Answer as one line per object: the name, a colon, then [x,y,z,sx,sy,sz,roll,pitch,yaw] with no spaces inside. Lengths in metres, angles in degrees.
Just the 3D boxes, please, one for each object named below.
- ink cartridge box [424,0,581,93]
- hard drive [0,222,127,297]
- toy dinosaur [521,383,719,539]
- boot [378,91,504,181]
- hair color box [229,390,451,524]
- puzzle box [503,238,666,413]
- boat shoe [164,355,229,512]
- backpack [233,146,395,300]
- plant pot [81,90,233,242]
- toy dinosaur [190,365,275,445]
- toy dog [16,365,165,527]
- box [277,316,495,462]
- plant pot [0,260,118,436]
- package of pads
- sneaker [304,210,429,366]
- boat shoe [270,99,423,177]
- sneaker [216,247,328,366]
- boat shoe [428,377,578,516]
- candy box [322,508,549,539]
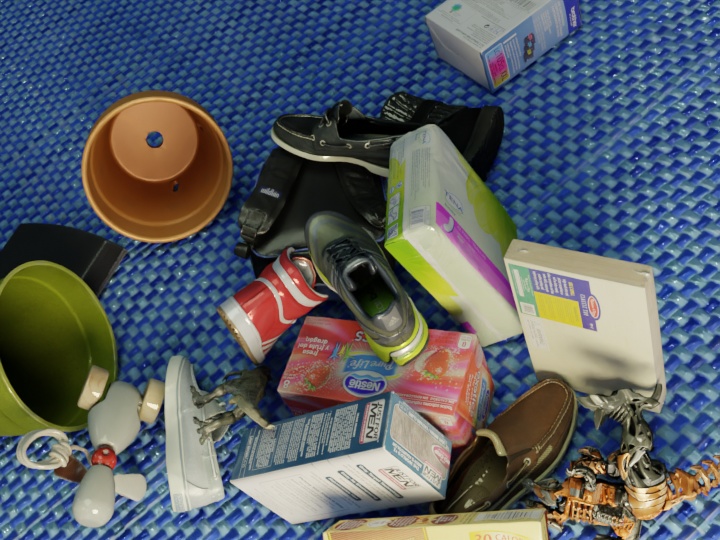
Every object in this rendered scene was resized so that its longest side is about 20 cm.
ink cartridge box: [0.209,-0.354,1.307,0.199,0.077,0.136,-38,48,-8]
hard drive: [-0.435,-0.005,1.322,0.197,0.043,0.136,10,57,30]
toy dinosaur: [0.245,0.177,0.856,0.196,0.102,0.139,-8,80,-6]
boot: [0.079,-0.138,1.181,0.155,0.080,0.213,11,47,22]
hair color box: [-0.020,0.184,0.906,0.198,0.100,0.061,-19,43,36]
puzzle box: [0.214,0.055,0.883,0.131,0.201,0.026,14,57,31]
boat shoe: [-0.181,0.177,1.055,0.070,0.071,0.203,-4,43,-10]
backpack: [-0.042,-0.064,1.125,0.195,0.155,0.193,-2,52,0]
plant pot: [-0.280,-0.159,1.295,0.197,0.202,0.140,-28,30,-1]
toy dinosaur: [-0.134,0.138,0.995,0.087,0.048,0.200,-19,11,-2]
toy dog: [-0.287,0.200,1.051,0.130,0.097,0.201,31,39,3]
box: [0.028,0.123,0.977,0.196,0.103,0.096,5,55,25]
plant pot: [-0.431,0.115,1.139,0.190,0.201,0.203,-19,46,24]
package of pads: [0.103,-0.039,1.008,0.067,0.200,0.157,-21,44,28]
sneaker: [0.000,0.000,0.952,0.073,0.081,0.201,-35,54,-6]
boat shoe: [-0.013,-0.160,1.078,0.196,0.067,0.075,20,41,21]
sneaker: [-0.094,0.040,1.043,0.112,0.200,0.072,-38,85,-9]
boat shoe: [0.138,0.176,0.901,0.074,0.075,0.203,26,66,37]
candy box: [0.070,0.277,0.826,0.196,0.055,0.118,-8,85,18]
